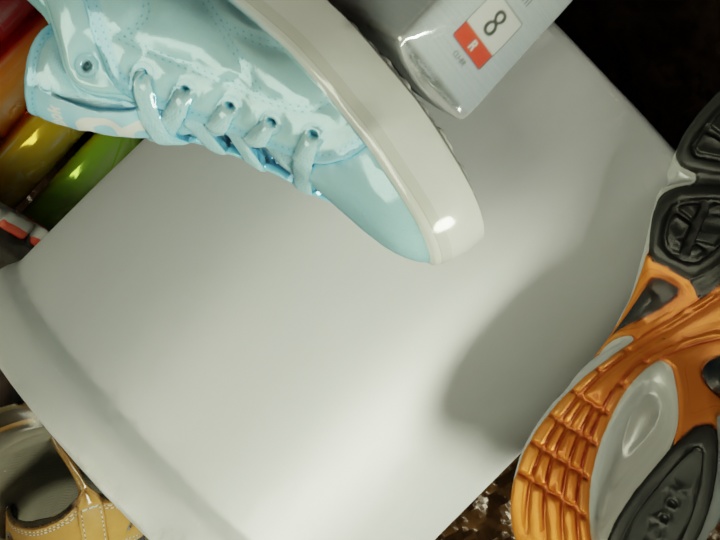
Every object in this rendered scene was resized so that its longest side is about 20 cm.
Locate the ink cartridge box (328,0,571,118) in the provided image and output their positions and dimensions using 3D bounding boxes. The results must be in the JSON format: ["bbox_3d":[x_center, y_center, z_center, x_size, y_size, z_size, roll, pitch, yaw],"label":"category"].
[{"bbox_3d":[0.041,-0.160,0.881,0.200,0.050,0.162,-50,45,-2],"label":"ink cartridge box"}]

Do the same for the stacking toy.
[{"bbox_3d":[-0.104,-0.044,1.097,0.200,0.116,0.110,43,169,-6],"label":"stacking toy"}]

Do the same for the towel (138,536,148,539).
[{"bbox_3d":[-0.057,0.140,1.133,0.143,0.023,0.201,27,123,56],"label":"towel"}]

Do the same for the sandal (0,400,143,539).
[{"bbox_3d":[-0.115,0.093,1.110,0.055,0.081,0.200,67,155,20],"label":"sandal"}]

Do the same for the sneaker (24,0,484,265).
[{"bbox_3d":[-0.053,-0.059,0.841,0.082,0.074,0.200,-45,75,-6],"label":"sneaker"}]

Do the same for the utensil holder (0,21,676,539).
[{"bbox_3d":[0.000,0.000,0.948,0.200,0.170,0.170,-44,78,2],"label":"utensil holder"}]

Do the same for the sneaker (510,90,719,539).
[{"bbox_3d":[0.116,0.013,0.890,0.076,0.092,0.200,36,93,14],"label":"sneaker"}]

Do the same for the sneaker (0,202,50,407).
[{"bbox_3d":[-0.143,0.030,1.083,0.077,0.082,0.200,23,162,22],"label":"sneaker"}]
